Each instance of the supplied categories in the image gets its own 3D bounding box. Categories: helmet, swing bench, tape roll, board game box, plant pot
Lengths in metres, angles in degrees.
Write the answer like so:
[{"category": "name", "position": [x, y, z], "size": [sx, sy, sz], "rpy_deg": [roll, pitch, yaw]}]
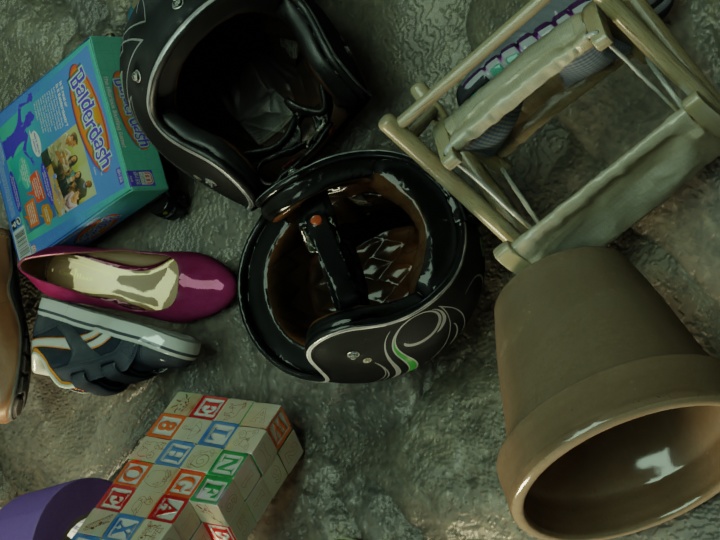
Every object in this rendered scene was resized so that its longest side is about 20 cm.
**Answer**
[{"category": "helmet", "position": [-0.107, -0.166, 1.624], "size": [0.191, 0.200, 0.200], "rpy_deg": [46, 110, 0]}, {"category": "swing bench", "position": [0.160, -0.112, 1.471], "size": [0.199, 0.130, 0.200], "rpy_deg": [-40, 94, 22]}, {"category": "tape roll", "position": [-0.242, 0.284, 1.676], "size": [0.066, 0.200, 0.200], "rpy_deg": [-17, 76, 29]}, {"category": "board game box", "position": [-0.267, -0.106, 1.793], "size": [0.200, 0.045, 0.152], "rpy_deg": [-29, 72, 45]}, {"category": "helmet", "position": [0.000, 0.000, 1.563], "size": [0.200, 0.191, 0.200], "rpy_deg": [1, 73, -3]}, {"category": "plant pot", "position": [0.182, 0.081, 1.452], "size": [0.200, 0.200, 0.175], "rpy_deg": [-35, 53, 24]}]

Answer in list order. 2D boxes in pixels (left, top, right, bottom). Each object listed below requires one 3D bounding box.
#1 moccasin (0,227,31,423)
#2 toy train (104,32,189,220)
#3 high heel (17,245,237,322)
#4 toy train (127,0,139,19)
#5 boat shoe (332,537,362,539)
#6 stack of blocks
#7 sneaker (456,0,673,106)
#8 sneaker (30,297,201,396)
[{"category": "moccasin", "position": [-0.353, 0.051, 1.823], "size": [0.078, 0.074, 0.202], "rpy_deg": [-8, 67, -12]}, {"category": "toy train", "position": [-0.211, -0.136, 1.796], "size": [0.034, 0.046, 0.200], "rpy_deg": [-32, 68, 25]}, {"category": "high heel", "position": [-0.211, 0.011, 1.749], "size": [0.200, 0.096, 0.067], "rpy_deg": [-1, 84, 32]}, {"category": "toy train", "position": [-0.123, -0.241, 1.741], "size": [0.200, 0.085, 0.116], "rpy_deg": [32, 117, 24]}, {"category": "boat shoe", "position": [-0.078, 0.292, 1.646], "size": [0.202, 0.075, 0.075], "rpy_deg": [-45, 64, 20]}, {"category": "stack of blocks", "position": [-0.149, 0.197, 1.641], "size": [0.115, 0.059, 0.200], "rpy_deg": [6, 45, 33]}, {"category": "sneaker", "position": [0.160, -0.199, 1.569], "size": [0.200, 0.074, 0.088], "rpy_deg": [-32, 48, 21]}, {"category": "sneaker", "position": [-0.225, 0.079, 1.763], "size": [0.200, 0.078, 0.079], "rpy_deg": [11, 85, 44]}]
